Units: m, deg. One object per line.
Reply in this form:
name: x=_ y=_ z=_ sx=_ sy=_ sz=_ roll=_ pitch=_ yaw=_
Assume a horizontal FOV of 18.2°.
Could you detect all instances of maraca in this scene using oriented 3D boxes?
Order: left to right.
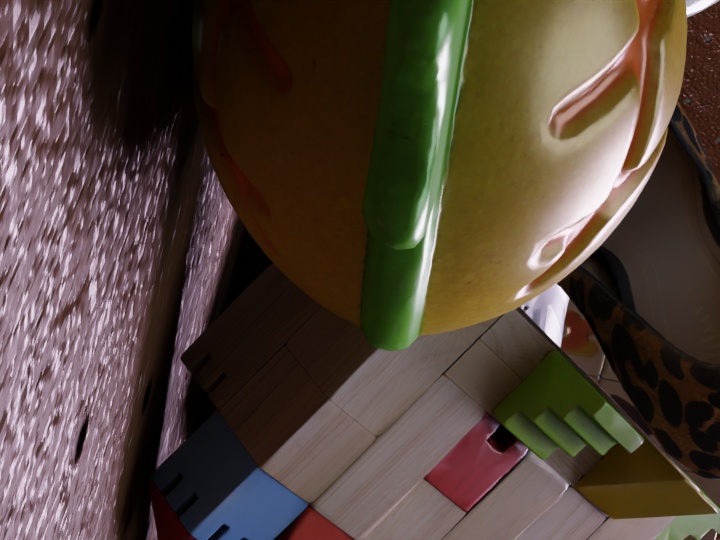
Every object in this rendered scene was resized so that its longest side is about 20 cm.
maraca: x=0.017 y=-0.053 z=0.472 sx=0.200 sy=0.107 sz=0.138 roll=76 pitch=20 yaw=-83

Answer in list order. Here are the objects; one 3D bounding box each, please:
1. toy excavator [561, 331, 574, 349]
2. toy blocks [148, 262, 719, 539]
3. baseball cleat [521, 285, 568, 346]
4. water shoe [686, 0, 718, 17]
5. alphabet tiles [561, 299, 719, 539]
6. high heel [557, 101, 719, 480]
toy excavator: x=0.016 y=0.081 z=0.970 sx=0.100 sy=0.194 sz=0.201 roll=-50 pitch=125 yaw=-84
toy blocks: x=0.005 y=0.067 z=0.644 sx=0.137 sy=0.100 sz=0.200 roll=-44 pitch=136 yaw=3
baseball cleat: x=0.044 y=0.007 z=0.838 sx=0.106 sy=0.070 sz=0.201 roll=-26 pitch=133 yaw=-66
water shoe: x=0.075 y=-0.116 z=0.675 sx=0.200 sy=0.071 sz=0.079 roll=-37 pitch=149 yaw=-42
alphabet tiles: x=0.055 y=0.084 z=0.930 sx=0.006 sy=0.199 sz=0.167 roll=-105 pitch=-153 yaw=-71
high heel: x=0.073 y=-0.031 z=0.661 sx=0.200 sy=0.071 sz=0.143 roll=62 pitch=0 yaw=10
